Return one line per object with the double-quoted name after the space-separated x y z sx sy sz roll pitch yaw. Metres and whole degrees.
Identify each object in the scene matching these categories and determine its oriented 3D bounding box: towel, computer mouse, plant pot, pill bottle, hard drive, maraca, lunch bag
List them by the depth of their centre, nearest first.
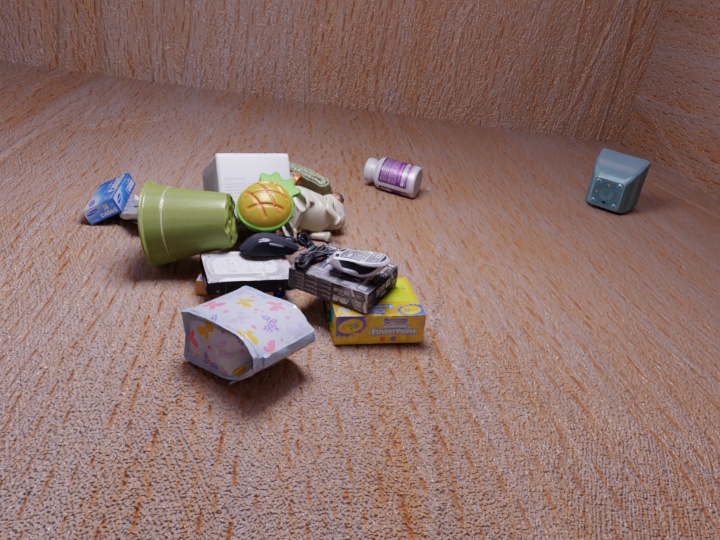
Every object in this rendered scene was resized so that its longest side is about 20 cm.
-0.207 0.125 1.093 0.197 0.130 0.169 14 23 31 "lunch bag"
-0.033 -0.015 1.242 0.196 0.045 0.110 10 23 21 "computer mouse"
-0.255 0.002 1.324 0.196 0.039 0.140 -1 29 -22 "hard drive"
-0.387 -0.111 1.364 0.186 0.204 0.201 -4 27 0 "plant pot"
-0.196 -0.074 1.407 0.196 0.047 0.140 1 18 -21 "computer mouse"
-0.223 -0.170 1.436 0.135 0.108 0.202 26 50 -1 "maraca"
-0.166 -0.278 1.888 0.198 0.149 0.037 27 73 23 "towel"
0.115 -0.340 2.109 0.197 0.114 0.112 19 28 16 "pill bottle"
0.994 -0.336 2.319 0.193 0.200 0.199 25 38 27 "plant pot"

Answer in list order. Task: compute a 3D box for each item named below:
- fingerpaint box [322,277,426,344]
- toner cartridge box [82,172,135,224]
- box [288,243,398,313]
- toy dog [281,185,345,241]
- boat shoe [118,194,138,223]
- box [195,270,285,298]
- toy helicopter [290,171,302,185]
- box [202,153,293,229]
0.026 0.087 1.296 0.196 0.075 0.168 0 28 -14 "fingerpaint box"
-0.684 -0.200 1.608 0.094 0.044 0.201 -24 30 3 "toner cartridge box"
-0.036 0.012 1.288 0.197 0.051 0.158 17 29 21 "box"
-0.130 -0.164 1.678 0.197 0.142 0.194 2 30 -41 "toy dog"
-0.585 -0.150 1.562 0.071 0.073 0.199 43 -15 -34 "boat shoe"
-0.269 0.023 1.362 0.195 0.042 0.120 6 27 -2 "box"
-0.226 -0.241 1.828 0.078 0.134 0.200 25 5 7 "toy helicopter"
-0.304 -0.205 1.569 0.195 0.175 0.199 -6 -2 -27 "box"
